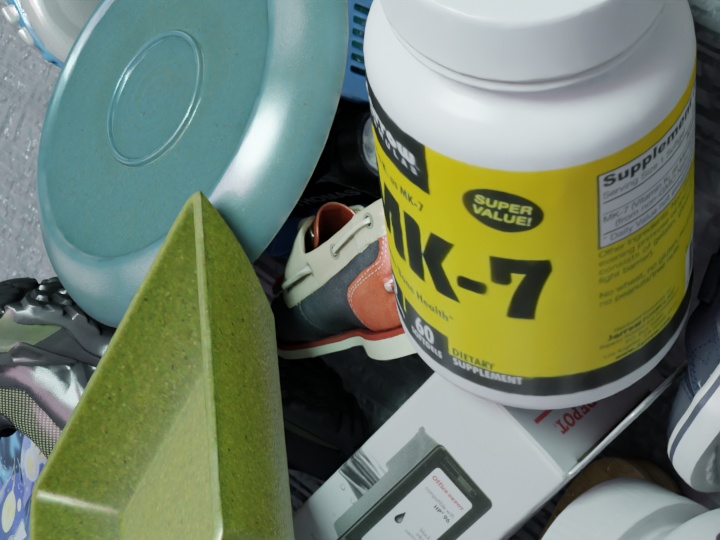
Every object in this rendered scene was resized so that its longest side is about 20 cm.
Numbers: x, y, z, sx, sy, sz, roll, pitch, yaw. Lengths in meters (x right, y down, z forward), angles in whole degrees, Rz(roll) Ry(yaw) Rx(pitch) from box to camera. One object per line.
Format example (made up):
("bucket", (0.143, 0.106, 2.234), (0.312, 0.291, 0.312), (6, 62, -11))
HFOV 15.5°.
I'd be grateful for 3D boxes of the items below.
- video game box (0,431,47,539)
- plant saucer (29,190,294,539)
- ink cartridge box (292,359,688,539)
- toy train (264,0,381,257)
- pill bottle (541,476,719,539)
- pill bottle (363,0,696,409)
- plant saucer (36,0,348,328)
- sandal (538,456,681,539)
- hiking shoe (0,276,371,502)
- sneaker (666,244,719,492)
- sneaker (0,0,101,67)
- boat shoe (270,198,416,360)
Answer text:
("video game box", (-0.172, 0.141, 1.336), (0.182, 0.047, 0.201), (29, 105, 45))
("plant saucer", (-0.080, 0.104, 1.080), (0.200, 0.048, 0.200), (-97, 30, -47))
("ink cartridge box", (0.047, 0.074, 1.064), (0.068, 0.116, 0.200), (47, 121, 5))
("toy train", (-0.052, -0.068, 1.218), (0.200, 0.087, 0.115), (-9, 69, 46))
("pill bottle", (0.157, 0.151, 0.959), (0.200, 0.109, 0.110), (24, 102, 44))
("pill bottle", (0.060, -0.052, 0.924), (0.114, 0.114, 0.200), (52, 162, 35))
("plant saucer", (-0.084, -0.073, 1.171), (0.200, 0.027, 0.201), (-25, 54, 38))
("sandal", (0.059, 0.171, 1.083), (0.078, 0.069, 0.212), (35, 110, 42))
("hiking shoe", (-0.092, 0.072, 1.215), (0.199, 0.076, 0.101), (18, 109, 15))
("sneaker", (0.172, -0.011, 0.988), (0.200, 0.078, 0.079), (-52, 56, 15))
("sneaker", (-0.142, -0.197, 1.330), (0.086, 0.075, 0.201), (-23, 70, 35))
("boat shoe", (0.000, 0.000, 1.118), (0.063, 0.071, 0.200), (67, 165, -5))
